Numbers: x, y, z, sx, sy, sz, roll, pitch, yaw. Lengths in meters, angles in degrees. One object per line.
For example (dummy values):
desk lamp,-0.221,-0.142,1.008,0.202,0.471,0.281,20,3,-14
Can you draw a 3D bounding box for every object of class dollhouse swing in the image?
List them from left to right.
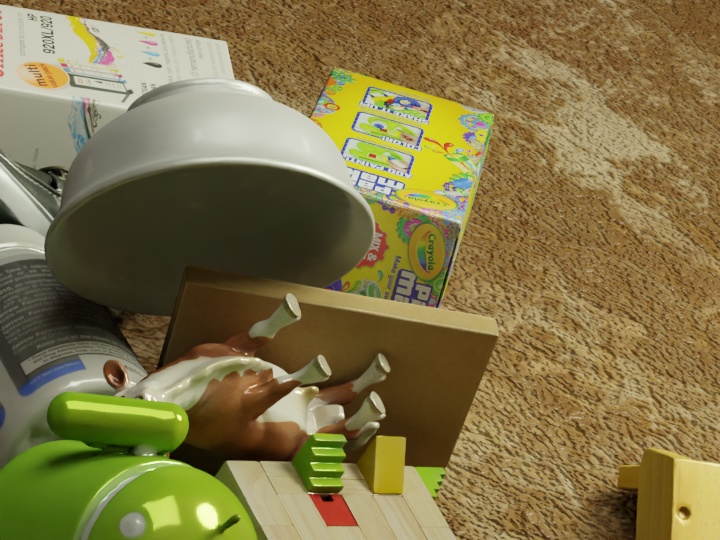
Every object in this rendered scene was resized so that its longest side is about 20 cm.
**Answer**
dollhouse swing,0.264,0.206,1.620,0.199,0.176,0.183,10,69,-12

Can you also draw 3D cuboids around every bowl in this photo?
bowl,-0.094,-0.054,1.500,0.200,0.201,0.091,4,62,-22

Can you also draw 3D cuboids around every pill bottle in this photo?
pill bottle,-0.200,0.061,1.551,0.113,0.114,0.200,1,31,-28

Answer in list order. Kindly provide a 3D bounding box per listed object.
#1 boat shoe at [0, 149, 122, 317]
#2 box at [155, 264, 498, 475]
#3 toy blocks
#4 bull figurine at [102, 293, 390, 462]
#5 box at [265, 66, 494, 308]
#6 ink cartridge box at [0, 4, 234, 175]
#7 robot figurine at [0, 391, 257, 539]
boat shoe,-0.207,-0.038,1.678,0.068,0.057,0.200,26,-15,36
box,-0.030,0.076,1.563,0.199,0.164,0.021,10,40,-11
toy blocks,-0.006,0.181,1.469,0.199,0.100,0.137,6,41,-41
bull figurine,-0.063,0.076,1.474,0.200,0.121,0.065,30,37,-59
box,0.000,0.000,1.682,0.121,0.201,0.193,17,26,1
ink cartridge box,-0.201,-0.090,1.804,0.199,0.145,0.147,8,29,-14
robot figurine,-0.135,0.157,1.363,0.115,0.177,0.199,9,-1,-42
